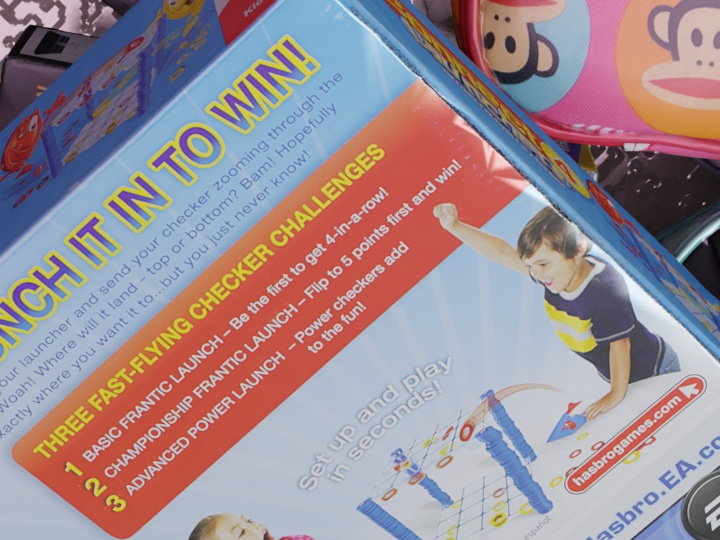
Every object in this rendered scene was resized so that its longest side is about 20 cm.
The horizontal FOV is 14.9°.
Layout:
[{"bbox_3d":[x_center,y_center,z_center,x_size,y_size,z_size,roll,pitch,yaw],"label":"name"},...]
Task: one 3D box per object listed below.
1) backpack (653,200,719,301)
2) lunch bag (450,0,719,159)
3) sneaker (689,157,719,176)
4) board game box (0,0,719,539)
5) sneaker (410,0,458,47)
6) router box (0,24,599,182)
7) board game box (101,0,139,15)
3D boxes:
[{"bbox_3d":[0.148,0.066,0.768,0.175,0.153,0.201,-10,96,0],"label":"backpack"},{"bbox_3d":[0.124,-0.114,0.673,0.199,0.082,0.177,5,99,-1],"label":"lunch bag"},{"bbox_3d":[0.094,-0.115,0.765,0.072,0.114,0.202,-19,99,-1],"label":"sneaker"},{"bbox_3d":[-0.021,0.044,0.656,0.200,0.056,0.196,-41,119,13],"label":"board game box"},{"bbox_3d":[-0.005,-0.082,0.737,0.199,0.088,0.076,15,98,10],"label":"sneaker"},{"bbox_3d":[-0.033,0.048,0.746,0.156,0.052,0.201,10,104,-3],"label":"router box"},{"bbox_3d":[-0.091,-0.153,0.801,0.200,0.023,0.105,35,93,-6],"label":"board game box"}]
